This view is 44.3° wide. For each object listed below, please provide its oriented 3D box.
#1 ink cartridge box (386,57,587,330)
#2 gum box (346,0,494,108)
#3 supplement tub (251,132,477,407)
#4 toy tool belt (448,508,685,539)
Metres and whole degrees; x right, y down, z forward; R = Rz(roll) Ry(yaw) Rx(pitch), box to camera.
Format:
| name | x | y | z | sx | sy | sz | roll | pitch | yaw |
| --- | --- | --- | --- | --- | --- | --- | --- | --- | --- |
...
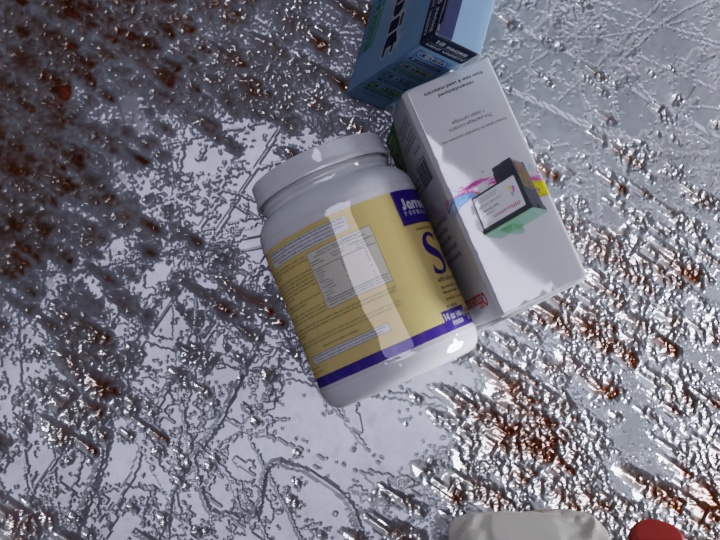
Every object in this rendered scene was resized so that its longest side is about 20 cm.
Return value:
| name | x | y | z | sx | sy | sz | roll | pitch | yaw |
| --- | --- | --- | --- | --- | --- | --- | --- | --- | --- |
| ink cartridge box | 0.103 | -0.058 | 0.773 | 0.083 | 0.145 | 0.201 | -22 | 84 | -6 |
| gum box | 0.062 | -0.246 | 0.768 | 0.044 | 0.200 | 0.171 | 19 | 81 | -18 |
| supplement tub | 0.000 | 0.000 | 0.760 | 0.144 | 0.145 | 0.201 | -22 | 85 | -6 |
| toy tool belt | 0.172 | 0.275 | 0.762 | 0.198 | 0.125 | 0.124 | 0 | 114 | 0 |
